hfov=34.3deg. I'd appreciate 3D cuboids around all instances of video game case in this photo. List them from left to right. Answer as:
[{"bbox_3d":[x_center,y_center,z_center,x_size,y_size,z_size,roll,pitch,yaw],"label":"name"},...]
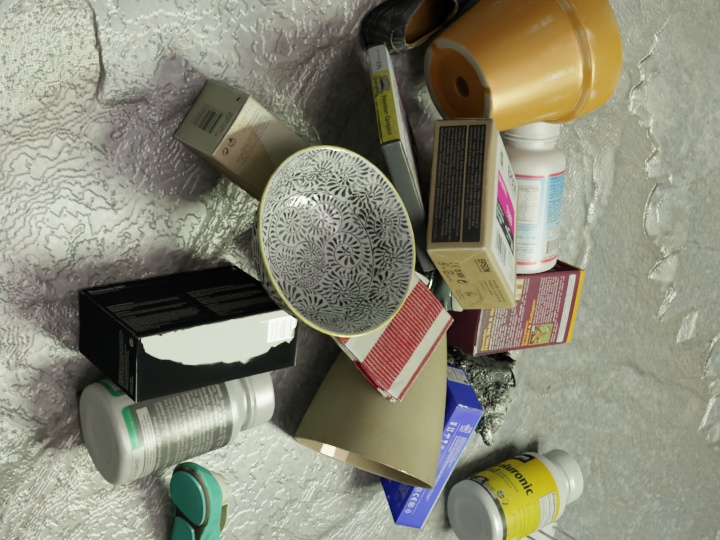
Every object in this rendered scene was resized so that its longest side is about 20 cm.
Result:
[{"bbox_3d":[0.050,-0.132,1.355,0.025,0.182,0.201,-14,135,8],"label":"video game case"}]

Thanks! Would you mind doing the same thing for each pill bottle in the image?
[{"bbox_3d":[-0.202,0.155,1.304,0.198,0.113,0.115,-16,116,-33],"label":"pill bottle"},{"bbox_3d":[0.234,0.335,1.729,0.198,0.111,0.113,-16,116,-35],"label":"pill bottle"},{"bbox_3d":[0.216,-0.107,1.552,0.108,0.108,0.203,-11,113,-36],"label":"pill bottle"}]

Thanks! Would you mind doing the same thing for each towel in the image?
[{"bbox_3d":[0.014,0.038,1.379,0.200,0.023,0.145,49,59,-18],"label":"towel"}]

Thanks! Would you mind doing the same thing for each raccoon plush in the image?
[{"bbox_3d":[0.127,0.167,1.623,0.197,0.097,0.136,11,115,-12],"label":"raccoon plush"}]

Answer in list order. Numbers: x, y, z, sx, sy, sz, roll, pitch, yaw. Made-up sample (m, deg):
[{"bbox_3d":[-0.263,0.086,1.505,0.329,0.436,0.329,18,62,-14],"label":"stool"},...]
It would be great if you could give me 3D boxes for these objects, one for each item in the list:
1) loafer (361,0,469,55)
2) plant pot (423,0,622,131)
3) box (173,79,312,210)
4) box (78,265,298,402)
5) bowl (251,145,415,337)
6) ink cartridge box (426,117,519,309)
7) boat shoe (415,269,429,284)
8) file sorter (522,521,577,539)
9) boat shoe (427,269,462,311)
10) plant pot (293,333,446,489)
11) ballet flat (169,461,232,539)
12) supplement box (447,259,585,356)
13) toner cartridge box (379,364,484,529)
[{"bbox_3d":[0.094,-0.318,1.398,0.200,0.072,0.073,-44,127,-19],"label":"loafer"},{"bbox_3d":[0.182,-0.255,1.412,0.182,0.199,0.203,-28,122,-25],"label":"plant pot"},{"bbox_3d":[-0.100,-0.119,1.300,0.199,0.095,0.078,37,84,-40],"label":"box"},{"bbox_3d":[-0.185,0.063,1.265,0.198,0.141,0.080,-10,117,-36],"label":"box"},{"bbox_3d":[-0.046,-0.023,1.243,0.198,0.094,0.204,10,73,-35],"label":"bowl"},{"bbox_3d":[0.138,-0.063,1.392,0.200,0.074,0.167,50,43,-63],"label":"ink cartridge box"},{"bbox_3d":[0.000,0.000,1.440,0.198,0.072,0.060,22,89,-37],"label":"boat shoe"},{"bbox_3d":[0.253,0.475,1.788,0.198,0.124,0.141,8,101,-40],"label":"file sorter"},{"bbox_3d":[0.102,-0.046,1.505,0.073,0.061,0.203,-40,129,-69],"label":"boat shoe"},{"bbox_3d":[0.036,0.148,1.470,0.187,0.186,0.203,33,71,-41],"label":"plant pot"},{"bbox_3d":[-0.186,0.275,1.370,0.070,0.067,0.202,-35,150,-37],"label":"ballet flat"},{"bbox_3d":[0.207,0.044,1.616,0.198,0.085,0.112,-4,109,-39],"label":"supplement box"},{"bbox_3d":[0.091,0.233,1.544,0.043,0.095,0.202,15,116,-21],"label":"toner cartridge box"}]
